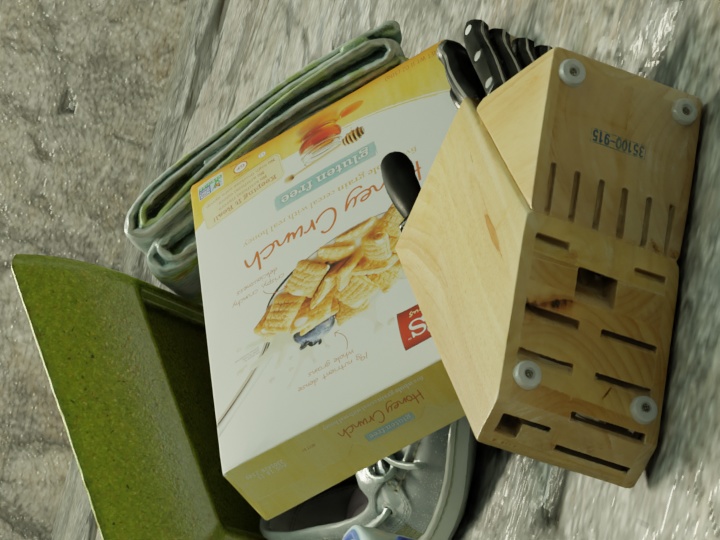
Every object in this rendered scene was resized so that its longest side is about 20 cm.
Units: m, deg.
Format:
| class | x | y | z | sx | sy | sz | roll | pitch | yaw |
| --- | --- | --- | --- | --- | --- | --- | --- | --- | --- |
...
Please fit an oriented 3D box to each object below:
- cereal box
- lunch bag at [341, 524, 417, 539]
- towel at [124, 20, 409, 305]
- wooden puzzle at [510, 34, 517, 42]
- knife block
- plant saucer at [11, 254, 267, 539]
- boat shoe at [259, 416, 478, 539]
| class | x | y | z | sx | sy | sz | roll | pitch | yaw |
| --- | --- | --- | --- | --- | --- | --- | --- | --- | --- |
| cereal box | 0.000 | 0.000 | 1.169 | 0.144 | 0.040 | 0.200 | -29 | 36 | 14 |
| lunch bag | 0.015 | 0.187 | 0.990 | 0.200 | 0.082 | 0.161 | -116 | 41 | -75 |
| towel | -0.039 | -0.053 | 1.399 | 0.171 | 0.048 | 0.200 | -36 | -7 | -1 |
| wooden puzzle | 0.002 | -0.003 | 1.306 | 0.200 | 0.046 | 0.185 | -64 | 2 | -33 |
| knife block | 0.054 | -0.004 | 1.023 | 0.176 | 0.064 | 0.200 | 143 | 141 | -60 |
| plant saucer | -0.079 | 0.087 | 1.368 | 0.200 | 0.048 | 0.200 | 25 | -140 | -62 |
| boat shoe | 0.008 | 0.090 | 1.221 | 0.202 | 0.065 | 0.075 | 125 | 157 | -63 |
